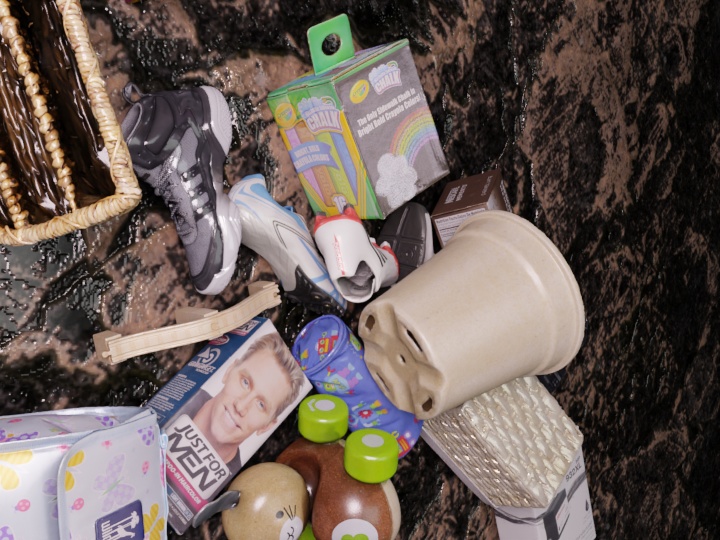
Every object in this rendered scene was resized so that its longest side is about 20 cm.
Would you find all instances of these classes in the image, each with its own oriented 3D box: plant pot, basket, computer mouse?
[{"bbox_3d":[0.105,0.060,0.784,0.182,0.200,0.203,-26,109,-30],"label":"plant pot"},{"bbox_3d":[-0.256,-0.121,0.527,0.141,0.149,0.202,-18,100,-14],"label":"basket"},{"bbox_3d":[0.180,0.202,0.950,0.200,0.123,0.136,49,60,-14],"label":"basket"},{"bbox_3d":[0.318,0.133,1.171,0.200,0.034,0.059,-42,102,-38],"label":"computer mouse"}]

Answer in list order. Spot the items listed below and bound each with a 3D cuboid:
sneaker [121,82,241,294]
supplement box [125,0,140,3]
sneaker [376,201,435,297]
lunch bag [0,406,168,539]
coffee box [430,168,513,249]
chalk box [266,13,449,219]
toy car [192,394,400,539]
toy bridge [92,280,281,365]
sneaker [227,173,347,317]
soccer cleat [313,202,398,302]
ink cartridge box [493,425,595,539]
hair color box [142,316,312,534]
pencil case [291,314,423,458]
[{"bbox_3d":[-0.179,-0.076,0.678,0.113,0.075,0.203,-2,88,-41],"label":"sneaker"},{"bbox_3d":[-0.142,-0.348,0.674,0.199,0.103,0.132,-33,113,-35],"label":"supplement box"},{"bbox_3d":[0.075,0.014,0.923,0.115,0.075,0.203,-4,103,-50],"label":"sneaker"},{"bbox_3d":[-0.251,0.200,0.567,0.198,0.127,0.172,0,93,-26],"label":"lunch bag"},{"bbox_3d":[0.171,-0.017,0.968,0.202,0.079,0.115,68,27,-21],"label":"coffee box"},{"bbox_3d":[-0.009,-0.171,0.792,0.124,0.123,0.202,-36,114,-34],"label":"chalk box"},{"bbox_3d":[-0.075,0.244,0.716,0.198,0.157,0.166,-12,116,-38],"label":"toy car"},{"bbox_3d":[-0.158,0.051,0.705,0.199,0.067,0.028,-20,105,-40],"label":"toy bridge"},{"bbox_3d":[-0.070,-0.021,0.781,0.200,0.071,0.073,51,54,-35],"label":"sneaker"},{"bbox_3d":[0.000,0.000,0.787,0.200,0.068,0.086,50,29,-66],"label":"soccer cleat"},{"bbox_3d":[0.278,0.349,1.104,0.144,0.083,0.202,-25,109,-38],"label":"ink cartridge box"},{"bbox_3d":[-0.148,0.147,0.723,0.200,0.060,0.101,-47,122,-31],"label":"hair color box"},{"bbox_3d":[-0.004,0.142,0.844,0.201,0.086,0.078,53,18,-31],"label":"pencil case"}]
